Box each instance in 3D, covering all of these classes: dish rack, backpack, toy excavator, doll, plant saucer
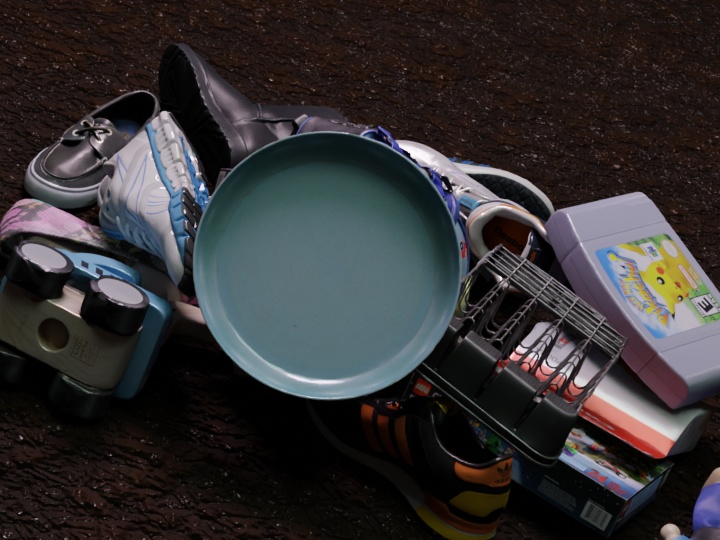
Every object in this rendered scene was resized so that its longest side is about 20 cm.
[{"bbox_3d":[0.127,0.057,1.528,0.153,0.055,0.200,38,28,6],"label":"dish rack"},{"bbox_3d":[0.010,-0.005,1.572,0.134,0.183,0.200,11,-20,46],"label":"backpack"},{"bbox_3d":[-0.175,0.040,1.507,0.194,0.100,0.200,26,19,6],"label":"toy excavator"},{"bbox_3d":[0.299,0.229,1.531,0.136,0.049,0.200,23,27,6],"label":"doll"},{"bbox_3d":[-0.025,-0.002,1.442,0.199,0.201,0.027,22,-11,1],"label":"plant saucer"}]

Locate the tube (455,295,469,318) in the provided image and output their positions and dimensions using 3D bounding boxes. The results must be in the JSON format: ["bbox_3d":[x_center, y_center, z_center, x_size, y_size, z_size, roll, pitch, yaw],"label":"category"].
[{"bbox_3d":[0.000,0.000,1.743,0.199,0.058,0.052,17,71,-1],"label":"tube"}]

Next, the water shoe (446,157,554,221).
[{"bbox_3d":[0.100,-0.084,1.932,0.199,0.072,0.079,19,17,-13],"label":"water shoe"}]

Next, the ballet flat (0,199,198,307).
[{"bbox_3d":[-0.205,0.000,1.586,0.199,0.069,0.071,19,45,4],"label":"ballet flat"}]

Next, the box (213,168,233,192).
[{"bbox_3d":[-0.029,-0.051,1.758,0.199,0.036,0.143,17,0,-11],"label":"box"}]

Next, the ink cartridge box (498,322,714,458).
[{"bbox_3d":[0.204,0.096,1.635,0.162,0.050,0.200,30,5,18],"label":"ink cartridge box"}]

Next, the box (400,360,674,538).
[{"bbox_3d":[0.144,0.134,1.580,0.199,0.038,0.136,31,19,18],"label":"box"}]

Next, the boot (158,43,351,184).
[{"bbox_3d":[-0.094,-0.147,1.909,0.162,0.074,0.199,-3,43,-34],"label":"boot"}]

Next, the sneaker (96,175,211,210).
[{"bbox_3d":[-0.138,-0.041,1.675,0.199,0.082,0.075,31,29,18],"label":"sneaker"}]

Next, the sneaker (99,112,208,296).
[{"bbox_3d":[-0.160,-0.037,1.528,0.075,0.086,0.200,57,8,-38],"label":"sneaker"}]

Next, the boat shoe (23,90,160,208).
[{"bbox_3d":[-0.241,-0.114,1.762,0.068,0.057,0.200,26,28,9],"label":"boat shoe"}]

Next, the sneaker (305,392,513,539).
[{"bbox_3d":[0.043,0.121,1.501,0.070,0.090,0.200,-12,42,-46],"label":"sneaker"}]

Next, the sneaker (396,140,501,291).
[{"bbox_3d":[0.094,-0.063,1.825,0.200,0.075,0.087,36,-11,10],"label":"sneaker"}]

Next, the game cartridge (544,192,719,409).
[{"bbox_3d":[0.248,0.022,1.667,0.133,0.041,0.201,-16,63,-40],"label":"game cartridge"}]

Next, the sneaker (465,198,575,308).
[{"bbox_3d":[0.179,0.005,1.722,0.199,0.079,0.079,28,13,12],"label":"sneaker"}]
